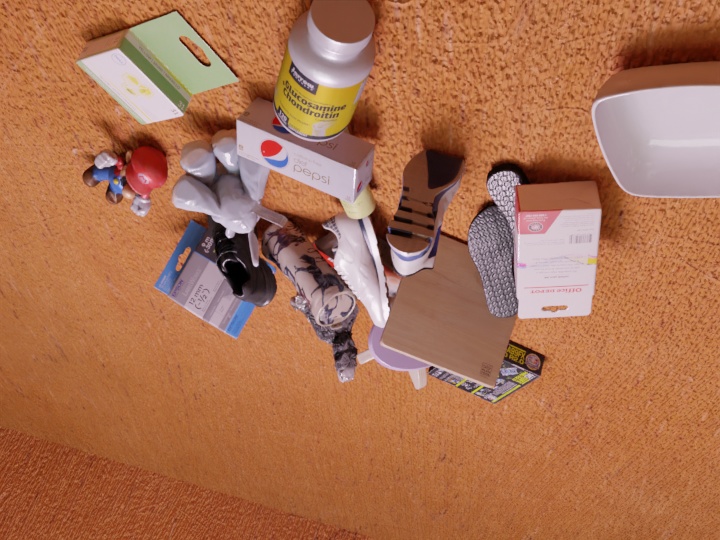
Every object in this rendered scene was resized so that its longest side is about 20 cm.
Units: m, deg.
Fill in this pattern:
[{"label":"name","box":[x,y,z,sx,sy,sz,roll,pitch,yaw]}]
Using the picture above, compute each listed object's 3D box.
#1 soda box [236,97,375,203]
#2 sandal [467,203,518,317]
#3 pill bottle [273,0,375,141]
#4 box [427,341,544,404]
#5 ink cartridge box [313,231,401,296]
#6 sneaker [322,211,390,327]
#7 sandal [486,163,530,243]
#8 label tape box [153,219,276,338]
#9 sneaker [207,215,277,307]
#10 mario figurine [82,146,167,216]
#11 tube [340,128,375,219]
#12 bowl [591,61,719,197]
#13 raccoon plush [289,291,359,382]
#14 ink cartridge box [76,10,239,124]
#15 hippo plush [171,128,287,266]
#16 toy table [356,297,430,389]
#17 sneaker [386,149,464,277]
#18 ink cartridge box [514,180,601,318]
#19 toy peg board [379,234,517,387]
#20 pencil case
[{"label":"soda box","box":[-0.080,-0.174,1.474,0.198,0.064,0.069,24,140,15]},{"label":"sandal","box":[0.211,-0.018,1.602,0.074,0.045,0.202,-5,124,13]},{"label":"pill bottle","box":[-0.043,-0.259,1.298,0.110,0.113,0.200,21,152,-4]},{"label":"box","box":[0.239,0.184,1.985,0.158,0.045,0.200,23,152,-9]},{"label":"ink cartridge box","box":[-0.011,-0.002,1.804,0.161,0.051,0.199,32,146,-22]},{"label":"sneaker","box":[0.000,0.000,1.676,0.079,0.203,0.076,-15,-169,1]},{"label":"sandal","box":[0.248,-0.081,1.508,0.074,0.048,0.202,-14,125,25]},{"label":"label tape box","box":[-0.269,0.007,1.818,0.198,0.145,0.066,29,175,19]},{"label":"sneaker","box":[-0.211,-0.034,1.726,0.076,0.202,0.090,-39,158,21]},{"label":"mario figurine","box":[-0.399,-0.146,1.723,0.122,0.108,0.199,-5,179,-38]},{"label":"tube","box":[-0.030,-0.162,1.535,0.057,0.052,0.201,-24,135,0]},{"label":"bowl","box":[0.387,-0.174,1.221,0.197,0.076,0.200,1,148,30]},{"label":"raccoon plush","box":[-0.075,0.106,1.899,0.095,0.204,0.133,7,169,-29]},{"label":"ink cartridge box","box":[-0.292,-0.286,1.478,0.198,0.048,0.146,-3,144,40]},{"label":"hippo plush","box":[-0.192,-0.131,1.632,0.199,0.160,0.161,35,-178,0]},{"label":"toy table","box":[0.093,0.116,1.832,0.197,0.187,0.117,-9,170,-19]},{"label":"sneaker","box":[0.082,-0.069,1.463,0.079,0.201,0.116,18,145,9]},{"label":"ink cartridge box","box":[0.278,-0.026,1.473,0.114,0.068,0.202,-2,130,4]},{"label":"toy peg board","box":[0.147,0.066,1.687,0.197,0.202,0.098,21,168,-5]},{"label":"pencil case","box":[-0.089,0.007,1.737,0.200,0.077,0.090,49,154,28]}]
